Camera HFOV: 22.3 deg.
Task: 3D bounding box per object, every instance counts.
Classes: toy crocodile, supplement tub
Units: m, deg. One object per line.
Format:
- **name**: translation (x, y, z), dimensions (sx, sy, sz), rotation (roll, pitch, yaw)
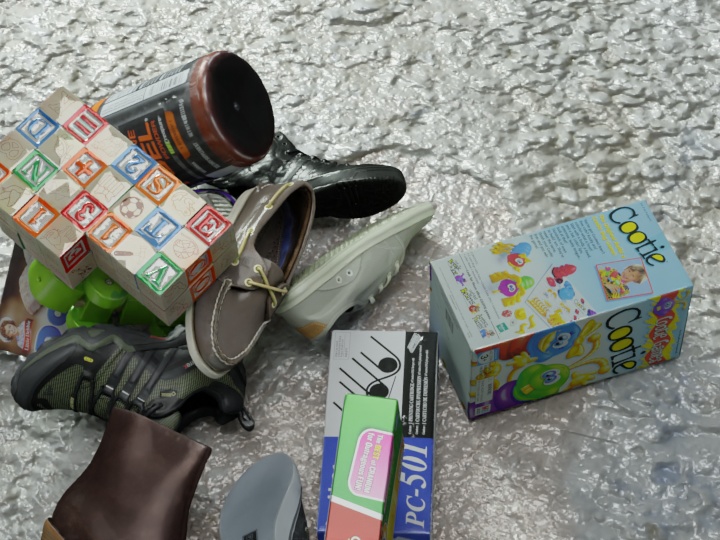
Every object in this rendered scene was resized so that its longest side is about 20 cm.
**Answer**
- **toy crocodile**: translation (-0.187, 0.022, 1.570), dimensions (0.199, 0.068, 0.062), rotation (6, 50, -25)
- **supplement tub**: translation (-0.182, -0.119, 1.655), dimensions (0.199, 0.107, 0.108), rotation (-19, 44, 32)

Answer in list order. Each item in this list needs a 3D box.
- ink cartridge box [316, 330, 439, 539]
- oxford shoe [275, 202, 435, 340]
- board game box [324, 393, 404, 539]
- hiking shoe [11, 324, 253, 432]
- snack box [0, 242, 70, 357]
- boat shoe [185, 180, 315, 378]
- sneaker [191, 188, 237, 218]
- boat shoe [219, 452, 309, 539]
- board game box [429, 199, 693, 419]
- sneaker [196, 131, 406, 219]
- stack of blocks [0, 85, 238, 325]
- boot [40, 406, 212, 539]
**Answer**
- **ink cartridge box**: translation (0.017, 0.142, 1.522), dimensions (0.093, 0.044, 0.201), rotation (0, 52, 4)
- **oxford shoe**: translation (0.000, 0.000, 1.627), dimensions (0.200, 0.075, 0.058), rotation (-38, 98, -39)
- **board game box**: translation (-0.001, 0.208, 1.365), dimensions (0.040, 0.153, 0.202), rotation (6, 73, 5)
- **hiking shoe**: translation (-0.189, 0.102, 1.525), dimensions (0.198, 0.076, 0.101), rotation (-7, 52, -11)
- **snack box**: translation (-0.263, -0.022, 1.589), dimensions (0.071, 0.024, 0.202), rotation (16, 96, 8)
- **boat shoe**: translation (-0.089, 0.002, 1.538), dimensions (0.059, 0.072, 0.201), rotation (-17, 37, 36)
- **sneaker**: translation (-0.194, -0.021, 1.647), dimensions (0.199, 0.070, 0.100), rotation (-20, 13, 10)
- **boat shoe**: translation (-0.066, 0.225, 1.444), dimensions (0.070, 0.066, 0.200), rotation (-26, 28, 10)
- **board game box**: translation (0.168, 0.034, 1.566), dimensions (0.199, 0.103, 0.105), rotation (-16, 53, -10)
- **sneaker**: translation (-0.062, -0.092, 1.695), dimensions (0.198, 0.060, 0.105), rotation (-14, 54, 3)
- **stack of blocks**: translation (-0.211, -0.044, 1.498), dimensions (0.200, 0.059, 0.115), rotation (38, 71, 18)
- **boot**: translation (-0.157, 0.211, 1.422), dimensions (0.199, 0.072, 0.167), rotation (24, 82, 28)
